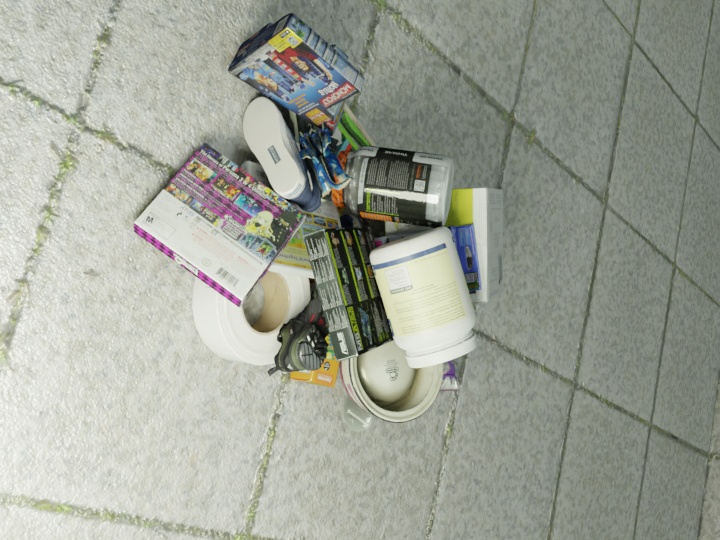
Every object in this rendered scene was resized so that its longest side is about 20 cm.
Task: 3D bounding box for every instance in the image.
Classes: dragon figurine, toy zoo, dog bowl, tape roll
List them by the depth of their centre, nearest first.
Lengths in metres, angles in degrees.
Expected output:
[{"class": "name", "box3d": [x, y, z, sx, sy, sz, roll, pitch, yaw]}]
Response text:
[{"class": "dragon figurine", "box3d": [-0.059, -0.175, 1.306, 0.058, 0.200, 0.101, -28, 105, 5]}, {"class": "tape roll", "box3d": [-0.174, 0.049, 1.354, 0.200, 0.070, 0.207, -2, 93, -46]}, {"class": "dog bowl", "box3d": [0.049, 0.168, 1.491, 0.197, 0.073, 0.205, 6, 78, -30]}, {"class": "toy zoo", "box3d": [-0.049, -0.193, 1.518, 0.131, 0.020, 0.202, 47, 59, -36]}]

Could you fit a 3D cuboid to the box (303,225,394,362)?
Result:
[{"class": "box", "box3d": [-0.010, 0.031, 1.357, 0.192, 0.047, 0.204, -13, 87, -65]}]

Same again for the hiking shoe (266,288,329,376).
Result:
[{"class": "hiking shoe", "box3d": [-0.088, 0.086, 1.336, 0.077, 0.099, 0.201, 61, 32, -23]}]

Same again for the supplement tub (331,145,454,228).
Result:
[{"class": "supplement tub", "box3d": [0.056, -0.146, 1.429, 0.122, 0.196, 0.125, 9, 90, -80]}]

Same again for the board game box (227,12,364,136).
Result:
[{"class": "board game box", "box3d": [-0.080, -0.307, 1.326, 0.199, 0.198, 0.063, 35, 65, -27]}]

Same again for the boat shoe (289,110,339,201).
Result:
[{"class": "boat shoe", "box3d": [-0.069, -0.222, 1.426, 0.074, 0.065, 0.204, 15, 60, -64]}]

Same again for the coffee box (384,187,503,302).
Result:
[{"class": "coffee box", "box3d": [0.161, -0.050, 1.576, 0.199, 0.193, 0.205, -10, 99, -71]}]

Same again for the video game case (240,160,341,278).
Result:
[{"class": "video game case", "box3d": [-0.104, -0.077, 1.382, 0.198, 0.023, 0.186, 11, 59, -47]}]

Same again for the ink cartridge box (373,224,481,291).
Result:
[{"class": "ink cartridge box", "box3d": [0.108, -0.009, 1.470, 0.042, 0.196, 0.122, -12, 95, -73]}]

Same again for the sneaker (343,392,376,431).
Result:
[{"class": "sneaker", "box3d": [0.004, 0.197, 1.559, 0.080, 0.069, 0.205, 33, 59, -69]}]

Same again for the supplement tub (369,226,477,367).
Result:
[{"class": "supplement tub", "box3d": [0.108, 0.043, 1.378, 0.144, 0.143, 0.204, -20, 95, -44]}]

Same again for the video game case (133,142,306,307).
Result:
[{"class": "video game case", "box3d": [-0.209, -0.072, 1.261, 0.198, 0.036, 0.183, 34, 61, 0]}]

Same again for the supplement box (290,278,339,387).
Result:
[{"class": "supplement box", "box3d": [-0.066, 0.100, 1.473, 0.066, 0.068, 0.205, 18, 80, -42]}]

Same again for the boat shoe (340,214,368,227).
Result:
[{"class": "boat shoe", "box3d": [0.000, 0.000, 1.537, 0.072, 0.071, 0.205, -2, 92, -47]}]

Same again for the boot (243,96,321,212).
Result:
[{"class": "boot", "box3d": [-0.128, -0.185, 1.365, 0.090, 0.072, 0.203, 39, 26, -59]}]

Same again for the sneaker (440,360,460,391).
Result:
[{"class": "sneaker", "box3d": [0.130, 0.191, 1.682, 0.198, 0.079, 0.091, 18, 71, -50]}]
